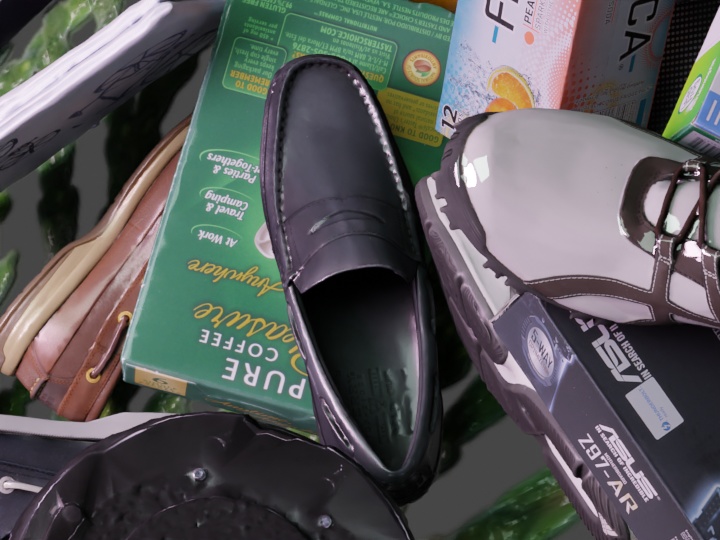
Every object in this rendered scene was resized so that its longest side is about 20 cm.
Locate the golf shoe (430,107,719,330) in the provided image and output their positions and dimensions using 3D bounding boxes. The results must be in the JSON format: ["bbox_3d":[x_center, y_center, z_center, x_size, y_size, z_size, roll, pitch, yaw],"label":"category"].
[{"bbox_3d":[0.126,-0.015,0.935,0.200,0.094,0.078,21,66,-8],"label":"golf shoe"}]

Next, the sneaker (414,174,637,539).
[{"bbox_3d":[0.105,0.016,1.093,0.115,0.076,0.201,-26,49,-7],"label":"sneaker"}]

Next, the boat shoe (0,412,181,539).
[{"bbox_3d":[-0.153,0.097,1.182,0.076,0.200,0.060,138,127,-64],"label":"boat shoe"}]

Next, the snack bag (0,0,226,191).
[{"bbox_3d":[-0.144,-0.073,1.254,0.200,0.189,0.021,-35,91,12],"label":"snack bag"}]

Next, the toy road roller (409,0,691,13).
[{"bbox_3d":[0.062,-0.194,1.204,0.200,0.146,0.123,2,70,30],"label":"toy road roller"}]

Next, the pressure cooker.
[{"bbox_3d":[-0.061,0.170,1.088,0.178,0.200,0.176,10,63,-3],"label":"pressure cooker"}]

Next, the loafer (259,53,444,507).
[{"bbox_3d":[0.000,0.000,1.144,0.068,0.070,0.201,-8,77,-8],"label":"loafer"}]

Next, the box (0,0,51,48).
[{"bbox_3d":[-0.239,-0.212,1.401,0.197,0.117,0.200,-42,56,8],"label":"box"}]

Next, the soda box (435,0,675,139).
[{"bbox_3d":[0.088,-0.135,1.091,0.068,0.064,0.200,35,128,36],"label":"soda box"}]

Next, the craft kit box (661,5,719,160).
[{"bbox_3d":[0.237,-0.086,1.014,0.200,0.049,0.198,28,74,-7],"label":"craft kit box"}]

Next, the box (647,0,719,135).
[{"bbox_3d":[0.168,-0.038,1.136,0.200,0.044,0.161,-7,66,27],"label":"box"}]

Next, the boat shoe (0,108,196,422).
[{"bbox_3d":[-0.087,-0.014,1.265,0.068,0.072,0.200,41,83,3],"label":"boat shoe"}]

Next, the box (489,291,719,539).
[{"bbox_3d":[0.168,0.056,0.998,0.160,0.044,0.200,-30,82,-25],"label":"box"}]

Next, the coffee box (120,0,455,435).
[{"bbox_3d":[-0.024,-0.030,1.210,0.123,0.044,0.200,14,74,-2],"label":"coffee box"}]
